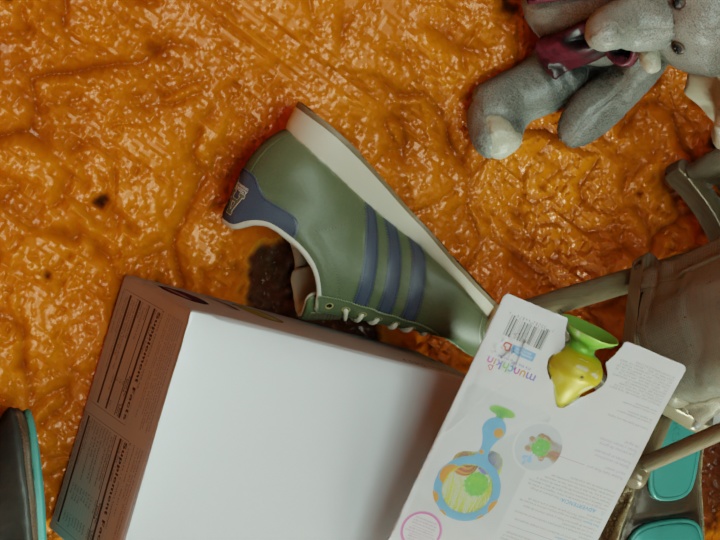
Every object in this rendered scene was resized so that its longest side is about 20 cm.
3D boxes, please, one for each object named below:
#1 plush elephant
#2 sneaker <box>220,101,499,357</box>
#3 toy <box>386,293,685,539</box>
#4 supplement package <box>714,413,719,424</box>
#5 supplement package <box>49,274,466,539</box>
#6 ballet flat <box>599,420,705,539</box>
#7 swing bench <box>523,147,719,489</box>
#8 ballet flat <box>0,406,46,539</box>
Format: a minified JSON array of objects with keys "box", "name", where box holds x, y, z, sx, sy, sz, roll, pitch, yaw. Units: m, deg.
[{"box":[0.158,-0.148,1.531,0.199,0.155,0.166,-12,105,-22],"name":"plush elephant"},{"box":[0.000,0.000,1.544,0.090,0.067,0.200,-45,114,-2],"name":"sneaker"},{"box":[0.084,0.114,1.481,0.115,0.047,0.201,21,107,-17],"name":"toy"},{"box":[0.317,0.042,1.664,0.200,0.117,0.117,-48,114,-8],"name":"supplement package"},{"box":[-0.049,0.107,1.513,0.199,0.111,0.157,15,94,-27],"name":"supplement package"},{"box":[0.177,0.144,1.648,0.070,0.065,0.201,3,99,-25],"name":"ballet flat"},{"box":[0.232,-0.003,1.524,0.200,0.199,0.130,-39,97,-41],"name":"swing bench"},{"box":[-0.196,0.177,1.486,0.068,0.068,0.201,-13,106,-9],"name":"ballet flat"}]
